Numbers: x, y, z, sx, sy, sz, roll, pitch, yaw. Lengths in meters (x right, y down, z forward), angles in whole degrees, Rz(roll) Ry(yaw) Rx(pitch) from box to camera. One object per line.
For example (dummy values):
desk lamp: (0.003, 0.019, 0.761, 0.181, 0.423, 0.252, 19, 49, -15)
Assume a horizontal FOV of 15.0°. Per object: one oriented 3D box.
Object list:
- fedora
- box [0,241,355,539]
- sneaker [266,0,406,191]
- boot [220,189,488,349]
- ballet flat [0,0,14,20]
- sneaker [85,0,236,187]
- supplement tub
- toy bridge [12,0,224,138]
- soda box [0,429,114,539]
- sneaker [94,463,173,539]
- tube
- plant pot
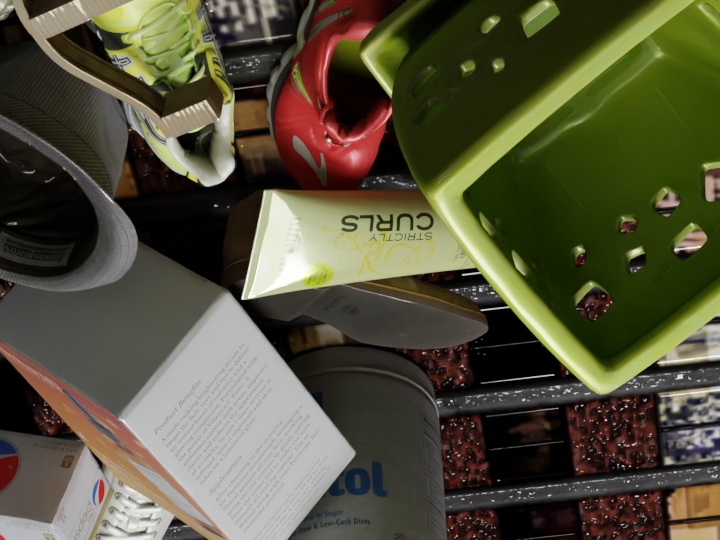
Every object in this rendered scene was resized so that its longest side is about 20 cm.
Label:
fedora: (-0.196, -0.074, 1.608, 0.176, 0.090, 0.200, 28, 151, 1)
box: (-0.122, 0.078, 1.758, 0.106, 0.152, 0.200, -50, 138, -13)
sneaker: (-0.013, -0.102, 1.612, 0.077, 0.085, 0.200, 4, 141, -7)
boot: (0.000, 0.000, 1.751, 0.199, 0.076, 0.074, 17, 146, -33)
ballet flat: (-0.193, -0.184, 1.514, 0.072, 0.072, 0.200, 25, 135, -31)
sneaker: (-0.107, -0.126, 1.566, 0.075, 0.076, 0.200, -35, 147, -9)
supplement tub: (-0.006, 0.168, 1.862, 0.131, 0.201, 0.132, -2, 142, -2)
toy bridge: (-0.152, -0.148, 1.481, 0.067, 0.027, 0.200, -21, 128, 20)
soda box: (-0.275, 0.149, 1.876, 0.199, 0.068, 0.064, 6, 146, 23)
sneaker: (-0.160, 0.179, 1.960, 0.073, 0.085, 0.200, 13, 138, -16)
tube: (0.020, -0.021, 1.691, 0.199, 0.058, 0.052, -4, 172, -31)
plant pot: (0.126, -0.090, 1.495, 0.199, 0.182, 0.200, -38, 130, 5)
